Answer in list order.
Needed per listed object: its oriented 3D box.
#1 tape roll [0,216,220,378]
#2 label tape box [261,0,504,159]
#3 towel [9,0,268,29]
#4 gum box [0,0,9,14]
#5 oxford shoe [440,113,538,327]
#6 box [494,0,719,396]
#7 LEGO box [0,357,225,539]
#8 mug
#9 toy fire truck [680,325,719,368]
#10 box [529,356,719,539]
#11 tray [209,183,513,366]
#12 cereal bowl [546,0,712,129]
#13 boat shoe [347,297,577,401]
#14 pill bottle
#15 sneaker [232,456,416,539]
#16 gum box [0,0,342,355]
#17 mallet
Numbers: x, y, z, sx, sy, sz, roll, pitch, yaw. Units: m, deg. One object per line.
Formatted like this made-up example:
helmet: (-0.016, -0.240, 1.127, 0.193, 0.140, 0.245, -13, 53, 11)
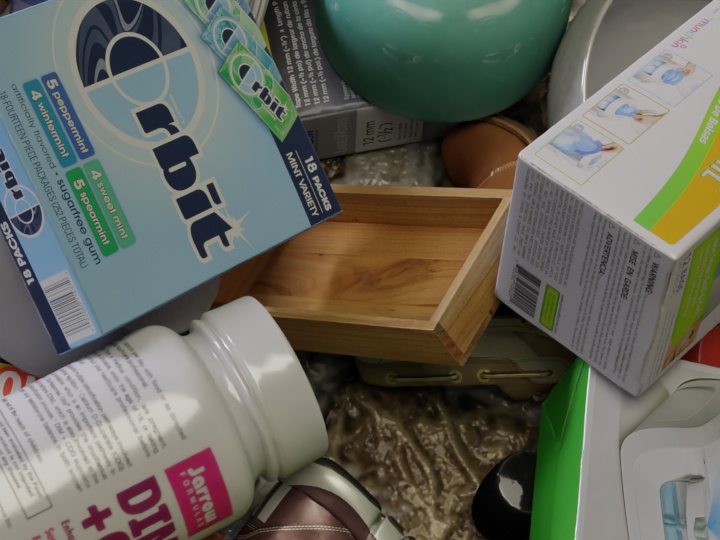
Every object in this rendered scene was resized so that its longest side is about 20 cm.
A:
tape roll: (-0.169, -0.039, 1.261, 0.066, 0.200, 0.201, -31, 65, 28)
label tape box: (-0.022, -0.147, 1.387, 0.199, 0.066, 0.144, -11, 67, -5)
towel: (-0.127, -0.190, 1.345, 0.200, 0.024, 0.147, 24, 103, 36)
gum box: (-0.276, -0.157, 1.349, 0.066, 0.114, 0.200, 25, 67, 9)
oxford shoe: (0.082, -0.032, 1.298, 0.071, 0.072, 0.200, -15, 33, -14)
box: (0.176, -0.048, 1.188, 0.101, 0.113, 0.200, 36, 54, 24)
LEGO box: (-0.195, 0.145, 1.240, 0.200, 0.077, 0.149, 40, 70, 14)
mug: (0.035, -0.176, 1.304, 0.184, 0.114, 0.153, -8, 67, -6)
toy fire truck: (0.264, 0.025, 1.293, 0.199, 0.049, 0.142, 20, 73, -28)
box: (0.182, 0.161, 1.190, 0.176, 0.097, 0.201, 13, 62, -8)
tray: (0.000, 0.000, 1.269, 0.200, 0.037, 0.099, 5, 53, 45)
cereal bowl: (0.189, -0.087, 1.339, 0.199, 0.083, 0.201, 4, 82, -32)
boat shoe: (0.092, 0.040, 1.307, 0.199, 0.067, 0.074, 4, 29, 7)
pill bottle: (-0.125, 0.098, 1.159, 0.200, 0.113, 0.114, -27, 70, -14)
sneaker: (0.003, 0.203, 1.224, 0.200, 0.076, 0.116, 44, 80, 2)
gum box: (-0.118, -0.071, 1.207, 0.200, 0.044, 0.170, -28, 95, -47)
mallet: (0.153, 0.107, 1.302, 0.199, 0.066, 0.041, -18, 72, -27)
